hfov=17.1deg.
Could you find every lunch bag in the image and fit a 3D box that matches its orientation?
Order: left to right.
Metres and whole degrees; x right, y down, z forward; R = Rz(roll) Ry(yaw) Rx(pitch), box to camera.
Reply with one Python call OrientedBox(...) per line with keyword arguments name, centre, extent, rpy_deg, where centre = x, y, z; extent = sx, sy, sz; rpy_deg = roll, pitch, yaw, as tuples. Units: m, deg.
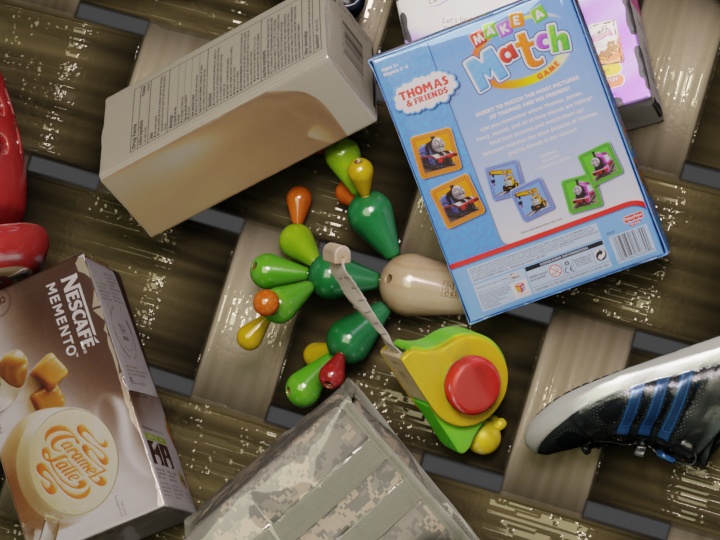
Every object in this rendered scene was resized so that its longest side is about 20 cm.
OrientedBox(name="lunch bag", centre=(-0.005, 0.207, 1.670), extent=(0.164, 0.118, 0.200), rpy_deg=(-40, 95, 4))

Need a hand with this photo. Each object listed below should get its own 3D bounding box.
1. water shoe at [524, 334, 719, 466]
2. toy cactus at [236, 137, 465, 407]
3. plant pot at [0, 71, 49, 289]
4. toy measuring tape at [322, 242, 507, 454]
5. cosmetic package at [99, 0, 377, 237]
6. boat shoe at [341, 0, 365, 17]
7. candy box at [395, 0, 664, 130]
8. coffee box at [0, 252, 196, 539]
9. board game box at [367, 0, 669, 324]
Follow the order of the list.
OrientedBox(name="water shoe", centre=(0.211, 0.102, 1.656), extent=(0.199, 0.071, 0.079), rpy_deg=(-22, 76, 11))
OrientedBox(name="toy cactus", centre=(0.000, 0.000, 1.734), extent=(0.164, 0.102, 0.201), rpy_deg=(8, 73, 7))
OrientedBox(name="plant pot", centre=(-0.341, -0.055, 1.782), extent=(0.199, 0.200, 0.183), rpy_deg=(-21, 81, 11))
OrientedBox(name="toy measuring tape", centre=(0.050, 0.046, 1.682), extent=(0.073, 0.074, 0.200), rpy_deg=(-30, 111, 8))
OrientedBox(name="cosmetic package", centre=(-0.090, -0.117, 1.749), extent=(0.199, 0.071, 0.106), rpy_deg=(-26, 36, 20))
OrientedBox(name="boat shoe", centre=(-0.069, -0.263, 1.767), extent=(0.199, 0.069, 0.084), rpy_deg=(34, 86, -11))
OrientedBox(name="candy box", centre=(0.115, -0.189, 1.739), extent=(0.167, 0.072, 0.201), rpy_deg=(-14, 77, 13))
OrientedBox(name="coffee box", centre=(-0.210, 0.105, 1.771), extent=(0.114, 0.080, 0.201), rpy_deg=(-22, 75, 11))
OrientedBox(name="board game box", centre=(0.111, -0.082, 1.672), extent=(0.151, 0.037, 0.201), rpy_deg=(-19, 98, 13))
